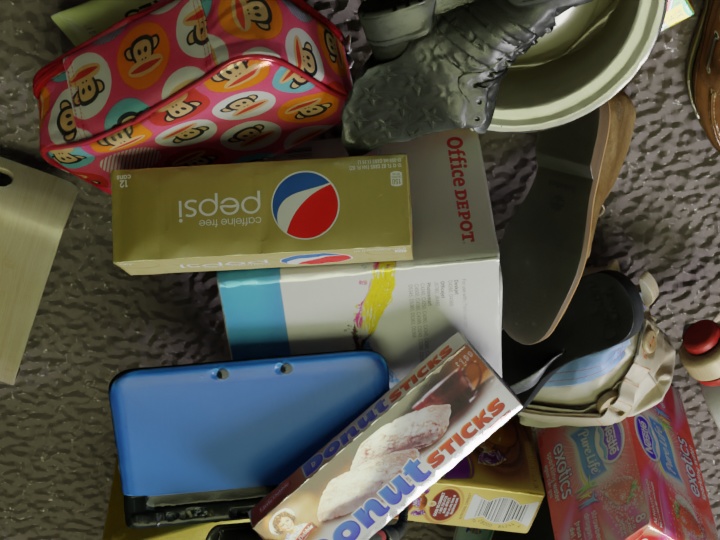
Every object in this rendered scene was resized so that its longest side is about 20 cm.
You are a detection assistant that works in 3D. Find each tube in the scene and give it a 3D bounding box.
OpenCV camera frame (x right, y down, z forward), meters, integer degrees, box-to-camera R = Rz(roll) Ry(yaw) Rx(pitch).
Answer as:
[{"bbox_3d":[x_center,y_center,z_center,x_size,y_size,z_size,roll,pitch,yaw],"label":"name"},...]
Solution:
[{"bbox_3d":[-0.107,-0.184,1.167,0.199,0.052,0.058,-20,92,19],"label":"tube"}]

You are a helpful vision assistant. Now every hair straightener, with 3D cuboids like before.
[{"bbox_3d":[-0.041,0.193,1.304,0.199,0.077,0.041,-9,118,-42],"label":"hair straightener"}]

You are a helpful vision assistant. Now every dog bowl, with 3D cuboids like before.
[{"bbox_3d":[0.101,-0.197,1.133,0.198,0.074,0.201,1,121,2],"label":"dog bowl"}]

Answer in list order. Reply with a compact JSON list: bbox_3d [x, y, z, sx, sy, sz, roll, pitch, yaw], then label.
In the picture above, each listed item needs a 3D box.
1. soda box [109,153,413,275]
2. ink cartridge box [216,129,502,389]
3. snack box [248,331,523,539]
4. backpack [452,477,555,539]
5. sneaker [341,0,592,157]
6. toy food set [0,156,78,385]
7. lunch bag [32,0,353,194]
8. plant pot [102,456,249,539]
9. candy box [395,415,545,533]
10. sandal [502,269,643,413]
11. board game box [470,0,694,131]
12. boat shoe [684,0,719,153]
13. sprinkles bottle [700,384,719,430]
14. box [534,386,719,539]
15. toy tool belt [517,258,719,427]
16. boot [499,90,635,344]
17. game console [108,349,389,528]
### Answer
[{"bbox_3d":[-0.065,-0.036,1.147,0.198,0.065,0.068,-4,172,2],"label":"soda box"},{"bbox_3d":[0.000,0.000,1.271,0.198,0.147,0.147,-6,134,0],"label":"ink cartridge box"},{"bbox_3d":[0.017,0.134,1.214,0.200,0.024,0.072,-41,117,4],"label":"snack box"},{"bbox_3d":[0.159,0.292,1.531,0.150,0.179,0.200,0,147,30],"label":"backpack"},{"bbox_3d":[0.074,-0.138,1.095,0.198,0.060,0.105,-10,118,15],"label":"sneaker"},{"bbox_3d":[-0.306,-0.009,1.304,0.143,0.061,0.201,20,127,-7],"label":"toy food set"},{"bbox_3d":[-0.104,-0.114,1.170,0.199,0.083,0.176,-21,158,24],"label":"lunch bag"},{"bbox_3d":[-0.119,0.240,1.458,0.199,0.200,0.177,-16,120,9],"label":"plant pot"},{"bbox_3d":[0.046,0.149,1.430,0.198,0.117,0.057,7,130,-12],"label":"candy box"},{"bbox_3d":[0.126,0.059,1.315,0.200,0.076,0.043,-39,166,35],"label":"sandal"},{"bbox_3d":[0.126,-0.173,1.213,0.199,0.030,0.096,-25,129,20],"label":"board game box"},{"bbox_3d":[0.273,-0.150,1.217,0.071,0.068,0.201,-10,133,2],"label":"boat shoe"},{"bbox_3d":[0.386,0.076,1.430,0.199,0.069,0.068,-29,128,19],"label":"sprinkles bottle"},{"bbox_3d":[0.216,0.173,1.411,0.102,0.201,0.095,33,122,-29],"label":"box"},{"bbox_3d":[0.188,0.052,1.349,0.199,0.125,0.123,-15,128,34],"label":"toy tool belt"},{"bbox_3d":[0.157,-0.040,1.263,0.075,0.073,0.201,-4,114,-51],"label":"boot"},{"bbox_3d":[-0.078,0.123,1.274,0.198,0.171,0.119,-4,88,-3],"label":"game console"}]
